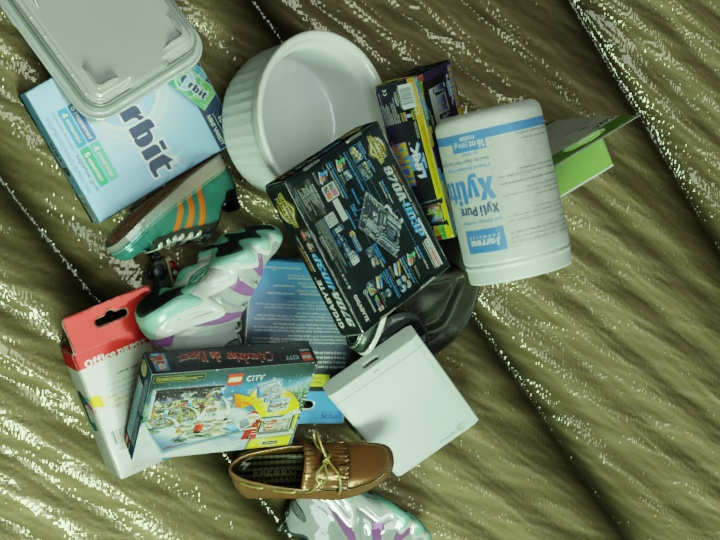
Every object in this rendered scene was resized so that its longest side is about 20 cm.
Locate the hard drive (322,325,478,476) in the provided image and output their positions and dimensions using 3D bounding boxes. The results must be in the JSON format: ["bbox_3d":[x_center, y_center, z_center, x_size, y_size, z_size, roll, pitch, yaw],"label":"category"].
[{"bbox_3d":[0.054,0.167,1.631,0.132,0.027,0.200,-35,133,2],"label":"hard drive"}]

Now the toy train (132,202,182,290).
[{"bbox_3d":[-0.228,0.015,1.556,0.046,0.034,0.201,-21,102,-34],"label":"toy train"}]

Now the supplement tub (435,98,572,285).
[{"bbox_3d":[0.170,-0.093,1.543,0.131,0.132,0.201,-14,94,-23],"label":"supplement tub"}]

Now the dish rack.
[{"bbox_3d":[-0.290,-0.288,1.465,0.171,0.044,0.200,-36,88,-20],"label":"dish rack"}]

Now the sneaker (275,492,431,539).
[{"bbox_3d":[-0.017,0.344,1.657,0.200,0.078,0.140,31,83,-14],"label":"sneaker"}]

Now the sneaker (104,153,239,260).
[{"bbox_3d":[-0.209,-0.057,1.510,0.200,0.071,0.080,-44,111,-40],"label":"sneaker"}]

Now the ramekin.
[{"bbox_3d":[-0.069,-0.178,1.554,0.200,0.098,0.202,2,87,-40],"label":"ramekin"}]

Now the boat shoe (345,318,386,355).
[{"bbox_3d":[0.000,0.000,1.571,0.060,0.076,0.201,14,75,-28],"label":"boat shoe"}]

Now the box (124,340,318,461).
[{"bbox_3d":[-0.159,0.148,1.483,0.199,0.038,0.137,-2,130,-27],"label":"box"}]

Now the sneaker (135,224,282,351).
[{"bbox_3d":[-0.153,0.048,1.512,0.200,0.078,0.140,-37,119,-19],"label":"sneaker"}]

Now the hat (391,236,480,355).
[{"bbox_3d":[0.083,0.028,1.670,0.200,0.081,0.202,-1,93,-24],"label":"hat"}]

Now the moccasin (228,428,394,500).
[{"bbox_3d":[-0.060,0.236,1.577,0.200,0.078,0.074,0,67,10],"label":"moccasin"}]

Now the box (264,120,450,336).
[{"bbox_3d":[0.000,-0.049,1.502,0.159,0.046,0.201,-37,105,-34],"label":"box"}]

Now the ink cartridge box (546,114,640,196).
[{"bbox_3d":[0.260,-0.134,1.673,0.147,0.200,0.076,-30,105,-19],"label":"ink cartridge box"}]

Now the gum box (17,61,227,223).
[{"bbox_3d":[-0.266,-0.178,1.517,0.200,0.045,0.170,-33,106,-20],"label":"gum box"}]

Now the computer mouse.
[{"bbox_3d":[0.029,0.130,1.640,0.140,0.046,0.200,-28,133,-5],"label":"computer mouse"}]

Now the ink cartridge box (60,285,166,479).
[{"bbox_3d":[-0.272,0.127,1.523,0.116,0.067,0.201,-23,103,-23],"label":"ink cartridge box"}]

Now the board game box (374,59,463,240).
[{"bbox_3d":[0.090,-0.151,1.622,0.056,0.165,0.201,-11,101,21],"label":"board game box"}]

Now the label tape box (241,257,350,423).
[{"bbox_3d":[-0.086,0.085,1.607,0.143,0.066,0.201,3,94,-25],"label":"label tape box"}]
